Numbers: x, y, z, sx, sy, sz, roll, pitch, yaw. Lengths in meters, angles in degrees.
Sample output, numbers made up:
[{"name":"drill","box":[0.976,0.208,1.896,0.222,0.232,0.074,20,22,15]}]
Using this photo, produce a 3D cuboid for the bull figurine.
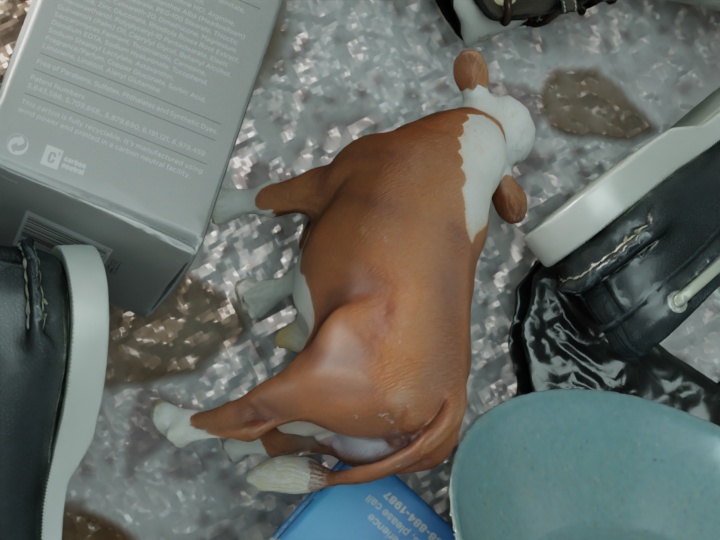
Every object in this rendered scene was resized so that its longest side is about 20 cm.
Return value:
[{"name":"bull figurine","box":[0.000,0.000,0.738,0.120,0.201,0.065,-16,124,21]}]

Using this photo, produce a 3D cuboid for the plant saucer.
[{"name":"plant saucer","box":[0.112,0.119,0.676,0.200,0.202,0.039,24,121,-7]}]

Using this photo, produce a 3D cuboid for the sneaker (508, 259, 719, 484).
[{"name":"sneaker","box":[0.133,0.084,0.785,0.199,0.060,0.105,29,82,-3]}]

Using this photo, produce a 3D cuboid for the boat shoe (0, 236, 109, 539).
[{"name":"boat shoe","box":[-0.130,0.084,0.699,0.060,0.076,0.202,4,104,-20]}]

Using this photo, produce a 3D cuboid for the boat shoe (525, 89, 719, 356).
[{"name":"boat shoe","box":[0.140,-0.034,0.773,0.199,0.076,0.061,-34,90,-33]}]

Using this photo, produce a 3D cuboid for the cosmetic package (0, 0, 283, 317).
[{"name":"cosmetic package","box":[-0.072,-0.098,0.736,0.090,0.107,0.201,23,72,-8]}]

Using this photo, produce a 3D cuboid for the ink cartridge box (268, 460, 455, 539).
[{"name":"ink cartridge box","box":[-0.015,0.187,0.718,0.146,0.086,0.200,42,77,6]}]

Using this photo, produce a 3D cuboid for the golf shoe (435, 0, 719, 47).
[{"name":"golf shoe","box":[0.078,-0.122,0.804,0.198,0.078,0.095,21,88,-1]}]
